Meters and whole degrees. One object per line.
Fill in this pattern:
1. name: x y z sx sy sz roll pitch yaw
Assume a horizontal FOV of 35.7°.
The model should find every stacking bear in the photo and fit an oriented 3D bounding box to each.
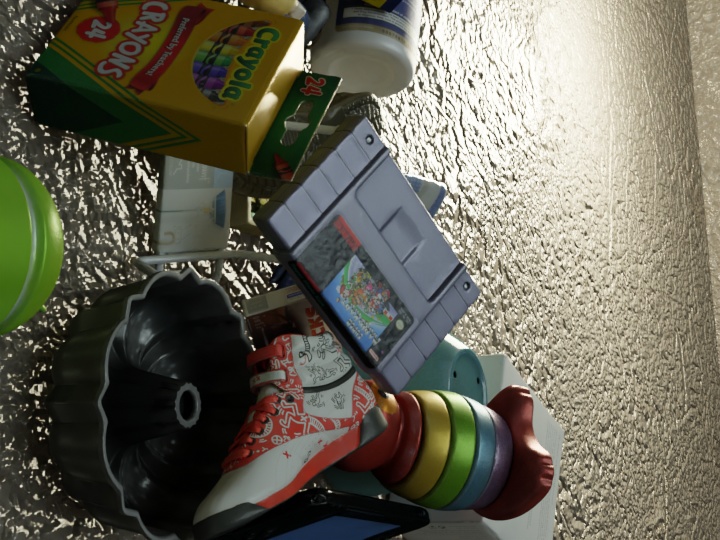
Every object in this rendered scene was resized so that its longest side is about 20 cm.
1. stacking bear: 0.052 0.152 0.994 0.199 0.114 0.122 18 38 -26

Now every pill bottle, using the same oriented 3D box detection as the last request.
1. pill bottle: 0.012 -0.293 1.180 0.111 0.111 0.201 37 53 -52

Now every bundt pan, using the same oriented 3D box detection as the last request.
1. bundt pan: -0.157 0.101 0.827 0.202 0.075 0.203 18 69 -62

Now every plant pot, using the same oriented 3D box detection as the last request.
1. plant pot: 0.050 0.128 1.138 0.200 0.134 0.201 21 65 -58

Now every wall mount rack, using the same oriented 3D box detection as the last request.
1. wall mount rack: -0.094 -0.059 0.901 0.173 0.074 0.201 -5 110 -37

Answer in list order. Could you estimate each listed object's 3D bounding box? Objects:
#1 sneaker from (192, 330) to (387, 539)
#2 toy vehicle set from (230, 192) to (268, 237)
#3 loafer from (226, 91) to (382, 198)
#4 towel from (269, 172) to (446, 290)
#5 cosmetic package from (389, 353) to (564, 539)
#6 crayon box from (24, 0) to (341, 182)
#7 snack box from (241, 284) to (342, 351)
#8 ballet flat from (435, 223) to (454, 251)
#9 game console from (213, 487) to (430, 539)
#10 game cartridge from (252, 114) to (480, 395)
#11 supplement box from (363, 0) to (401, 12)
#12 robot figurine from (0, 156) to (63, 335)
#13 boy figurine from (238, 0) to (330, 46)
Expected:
1. sneaker: -0.072 0.117 0.853 0.201 0.067 0.108 -27 87 -44
2. toy vehicle set: -0.063 -0.089 1.090 0.200 0.026 0.125 13 73 -59
3. loafer: -0.062 -0.114 1.007 0.200 0.067 0.076 -22 111 -44
4. towel: 0.004 -0.035 1.114 0.147 0.024 0.200 -57 154 17
5. cosmetic package: 0.138 0.233 1.283 0.200 0.123 0.200 48 44 -44
6. crayon box: -0.124 -0.143 0.819 0.051 0.199 0.127 94 13 -49
7. snack box: -0.047 0.093 0.987 0.024 0.072 0.200 -112 -173 -47
8. ballet flat: 0.000 0.000 1.040 0.067 0.200 0.068 46 37 -15
9. game console: -0.045 0.269 0.935 0.200 0.175 0.117 28 44 -56
10. game cartridge: 0.011 -0.008 0.909 0.130 0.038 0.200 -51 122 -26
11. supplement box: -0.023 -0.349 1.046 0.199 0.109 0.110 20 62 -23
12. robot figurine: -0.256 -0.018 0.643 0.200 0.115 0.176 8 79 -60
13. boy figurine: -0.101 -0.272 0.988 0.124 0.064 0.200 46 3 26
